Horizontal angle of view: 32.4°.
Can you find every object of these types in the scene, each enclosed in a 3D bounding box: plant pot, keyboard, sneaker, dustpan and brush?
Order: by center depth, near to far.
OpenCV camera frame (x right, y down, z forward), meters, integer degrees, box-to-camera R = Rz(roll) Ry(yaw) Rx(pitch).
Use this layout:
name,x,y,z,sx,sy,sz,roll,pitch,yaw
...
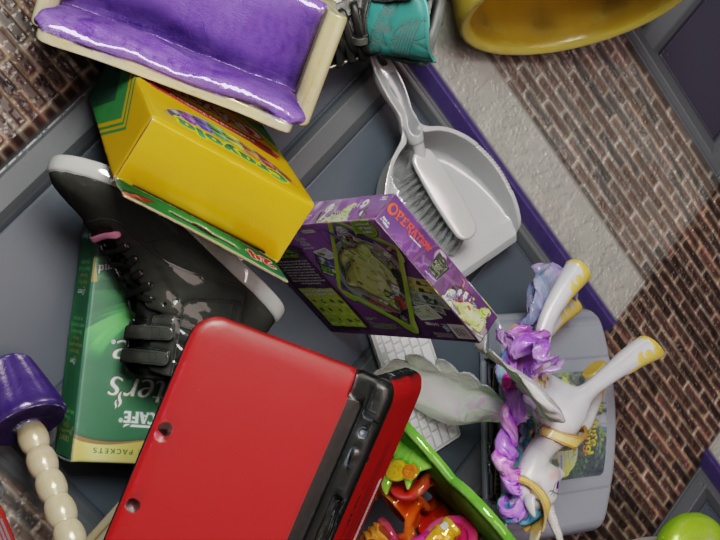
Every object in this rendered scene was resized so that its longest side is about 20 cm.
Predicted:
name,x,y,z,sx,sy,sz,roll,pitch,yaw
sneaker,-0.144,0.012,0.833,0.200,0.070,0.100,41,65,-29
sneaker,-0.003,-0.180,0.936,0.200,0.120,0.084,-49,148,-22
plant pot,0.159,-0.301,1.005,0.199,0.200,0.190,-5,78,-31
dustpan and brush,0.050,-0.085,1.006,0.139,0.057,0.201,-33,96,-27
keyboard,0.034,0.059,1.029,0.056,0.011,0.201,-25,103,-28

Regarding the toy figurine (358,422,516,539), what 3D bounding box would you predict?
name,x,y,z,sx,sy,sz,roll,pitch,yaw
toy figurine,-0.005,0.213,0.924,0.184,0.200,0.150,-41,134,-10

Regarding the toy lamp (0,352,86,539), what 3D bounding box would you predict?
name,x,y,z,sx,sy,sz,roll,pitch,yaw
toy lamp,-0.201,0.146,0.812,0.058,0.058,0.201,-16,62,-30

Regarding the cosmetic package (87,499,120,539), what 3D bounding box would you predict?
name,x,y,z,sx,sy,sz,roll,pitch,yaw
cosmetic package,-0.098,0.167,0.864,0.200,0.073,0.104,-48,142,-4

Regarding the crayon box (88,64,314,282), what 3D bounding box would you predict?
name,x,y,z,sx,sy,sz,roll,pitch,yaw
crayon box,-0.108,-0.076,0.832,0.126,0.200,0.051,28,105,-29

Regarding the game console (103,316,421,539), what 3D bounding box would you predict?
name,x,y,z,sx,sy,sz,roll,pitch,yaw
game console,-0.061,0.138,0.794,0.118,0.172,0.201,25,95,13

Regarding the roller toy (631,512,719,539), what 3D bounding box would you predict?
name,x,y,z,sx,sy,sz,roll,pitch,yaw
roller toy,0.282,0.336,1.107,0.182,0.140,0.200,43,72,-12

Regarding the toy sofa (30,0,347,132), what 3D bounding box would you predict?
name,x,y,z,sx,sy,sz,roll,pitch,yaw
toy sofa,-0.115,-0.172,0.838,0.199,0.098,0.083,19,108,-10

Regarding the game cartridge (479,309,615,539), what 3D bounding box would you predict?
name,x,y,z,sx,sy,sz,roll,pitch,yaw
game cartridge,0.167,0.136,1.097,0.132,0.041,0.202,-3,92,-35

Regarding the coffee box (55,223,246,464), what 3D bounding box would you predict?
name,x,y,z,sx,sy,sz,roll,pitch,yaw
coffee box,-0.148,0.041,0.900,0.122,0.044,0.202,10,85,-31

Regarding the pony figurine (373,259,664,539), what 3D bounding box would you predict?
name,x,y,z,sx,sy,sz,roll,pitch,yaw
pony figurine,0.136,0.092,0.989,0.193,0.166,0.200,45,64,-20

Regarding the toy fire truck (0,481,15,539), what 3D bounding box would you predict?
name,x,y,z,sx,sy,sz,roll,pitch,yaw
toy fire truck,-0.306,0.160,0.803,0.140,0.049,0.201,-24,103,-28

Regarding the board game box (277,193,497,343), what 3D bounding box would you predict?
name,x,y,z,sx,sy,sz,roll,pitch,yaw
board game box,0.000,0.000,0.898,0.120,0.200,0.032,45,68,-24
